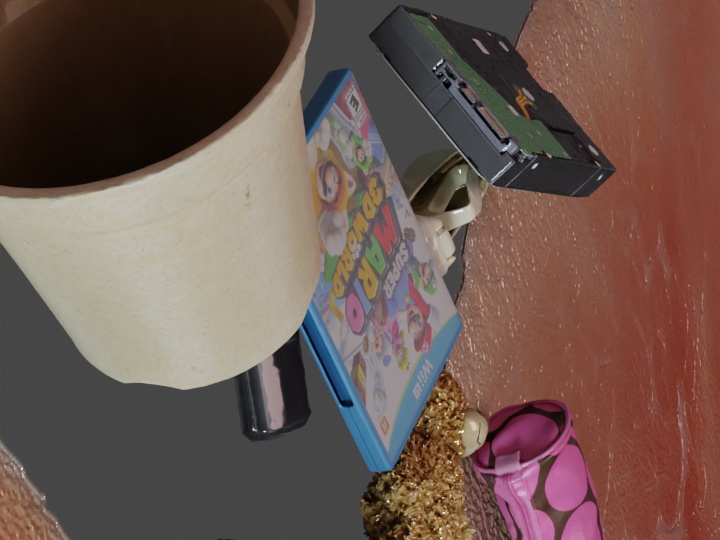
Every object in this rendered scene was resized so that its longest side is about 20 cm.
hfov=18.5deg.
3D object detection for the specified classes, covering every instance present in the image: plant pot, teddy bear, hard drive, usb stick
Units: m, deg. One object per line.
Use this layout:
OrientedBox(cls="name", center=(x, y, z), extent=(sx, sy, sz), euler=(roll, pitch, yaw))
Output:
OrientedBox(cls="plant pot", center=(-0.101, -0.047, 1.041), extent=(0.184, 0.200, 0.201), euler=(74, 24, -48))
OrientedBox(cls="teddy bear", center=(0.042, 0.155, 1.421), extent=(0.200, 0.067, 0.145), euler=(-71, 148, -42))
OrientedBox(cls="hard drive", center=(0.095, -0.114, 1.546), extent=(0.140, 0.038, 0.200), euler=(51, 18, 16))
OrientedBox(cls="usb stick", center=(-0.063, -0.001, 1.270), extent=(0.055, 0.033, 0.200), euler=(-19, 103, -57))

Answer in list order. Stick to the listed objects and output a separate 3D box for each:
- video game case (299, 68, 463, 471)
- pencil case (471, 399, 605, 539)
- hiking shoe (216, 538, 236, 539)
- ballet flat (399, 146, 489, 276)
OrientedBox(cls="video game case", center=(0.000, 0.000, 1.328), extent=(0.200, 0.018, 0.143), euler=(65, 34, -30))
OrientedBox(cls="pencil case", center=(0.138, 0.198, 1.601), extent=(0.094, 0.091, 0.200), euler=(-44, 123, -46))
OrientedBox(cls="hiking shoe", center=(-0.036, 0.234, 1.209), extent=(0.074, 0.087, 0.200), euler=(-49, 128, -58))
OrientedBox(cls="ballet flat", center=(0.039, -0.028, 1.456), extent=(0.200, 0.069, 0.070), euler=(-57, 135, -53))
